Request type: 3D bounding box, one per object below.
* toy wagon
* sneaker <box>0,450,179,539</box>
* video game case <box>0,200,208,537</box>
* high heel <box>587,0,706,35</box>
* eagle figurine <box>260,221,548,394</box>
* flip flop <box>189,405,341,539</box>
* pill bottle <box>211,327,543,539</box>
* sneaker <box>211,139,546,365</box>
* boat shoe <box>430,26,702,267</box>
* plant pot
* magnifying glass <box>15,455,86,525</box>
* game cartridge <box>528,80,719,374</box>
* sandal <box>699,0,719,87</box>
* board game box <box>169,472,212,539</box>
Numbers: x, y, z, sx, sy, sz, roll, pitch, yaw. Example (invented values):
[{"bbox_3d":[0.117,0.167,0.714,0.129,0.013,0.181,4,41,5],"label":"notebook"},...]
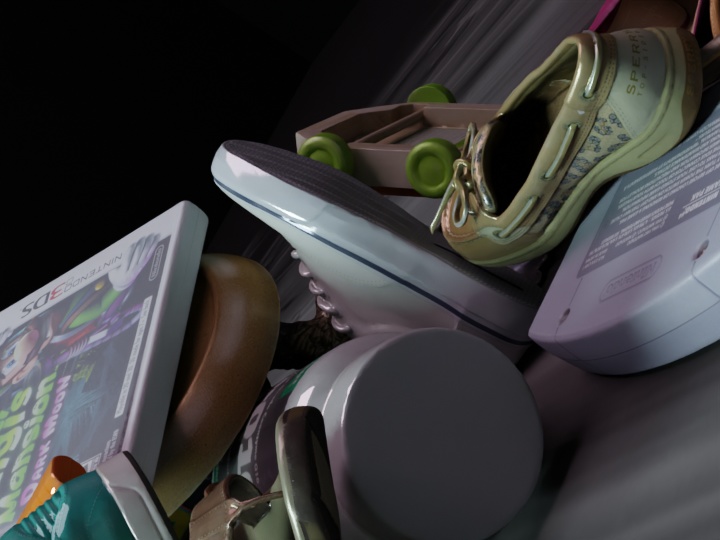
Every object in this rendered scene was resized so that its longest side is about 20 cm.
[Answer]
[{"bbox_3d":[0.063,-0.073,0.927,0.155,0.200,0.040,-33,-57,-57],"label":"toy wagon"},{"bbox_3d":[-0.113,0.195,0.703,0.121,0.200,0.084,-25,2,-13],"label":"sneaker"},{"bbox_3d":[-0.166,0.071,0.859,0.182,0.023,0.200,-29,36,30],"label":"video game case"},{"bbox_3d":[0.153,-0.126,0.847,0.096,0.067,0.200,-65,-9,24],"label":"high heel"},{"bbox_3d":[0.015,0.021,0.960,0.151,0.200,0.152,89,163,-44],"label":"eagle figurine"},{"bbox_3d":[-0.045,0.117,0.664,0.200,0.057,0.081,122,143,-63],"label":"flip flop"},{"bbox_3d":[0.004,0.093,0.768,0.113,0.113,0.200,-61,10,-22],"label":"pill bottle"},{"bbox_3d":[0.000,0.000,0.851,0.071,0.200,0.073,-63,-12,18],"label":"sneaker"},{"bbox_3d":[0.081,-0.060,0.749,0.200,0.063,0.073,135,136,-56],"label":"boat shoe"},{"bbox_3d":[-0.126,0.066,0.862,0.200,0.027,0.200,-33,33,25],"label":"plant pot"},{"bbox_3d":[-0.184,0.173,0.766,0.200,0.022,0.080,-57,19,18],"label":"magnifying glass"},{"bbox_3d":[0.143,-0.023,0.674,0.133,0.040,0.200,-58,8,-22],"label":"game cartridge"},{"bbox_3d":[0.195,-0.151,0.694,0.200,0.054,0.080,-50,-11,32],"label":"sandal"},{"bbox_3d":[-0.108,0.183,0.880,0.200,0.165,0.057,-62,-11,-21],"label":"board game box"}]
